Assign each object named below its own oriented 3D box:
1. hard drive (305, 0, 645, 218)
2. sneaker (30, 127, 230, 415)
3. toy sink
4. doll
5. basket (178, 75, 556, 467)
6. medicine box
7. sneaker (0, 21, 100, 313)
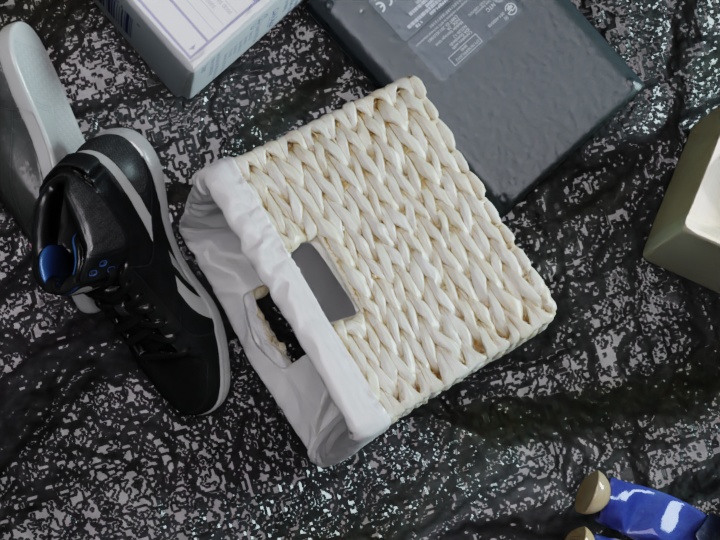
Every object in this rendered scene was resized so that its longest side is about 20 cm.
[{"bbox_3d":[0.080,-0.154,1.778,0.139,0.033,0.200,-42,88,-10],"label":"hard drive"},{"bbox_3d":[-0.159,0.017,1.672,0.073,0.112,0.201,-12,104,33],"label":"sneaker"},{"bbox_3d":[0.311,-0.028,1.738,0.199,0.130,0.112,24,81,-2],"label":"toy sink"},{"bbox_3d":[0.235,0.208,1.741,0.199,0.048,0.137,20,72,-10],"label":"doll"},{"bbox_3d":[0.000,0.000,1.667,0.160,0.200,0.199,-30,86,-11],"label":"basket"},{"bbox_3d":[-0.101,-0.252,1.736,0.200,0.103,0.182,-41,89,-10],"label":"medicine box"},{"bbox_3d":[-0.234,-0.060,1.722,0.099,0.071,0.201,-13,105,21],"label":"sneaker"}]
